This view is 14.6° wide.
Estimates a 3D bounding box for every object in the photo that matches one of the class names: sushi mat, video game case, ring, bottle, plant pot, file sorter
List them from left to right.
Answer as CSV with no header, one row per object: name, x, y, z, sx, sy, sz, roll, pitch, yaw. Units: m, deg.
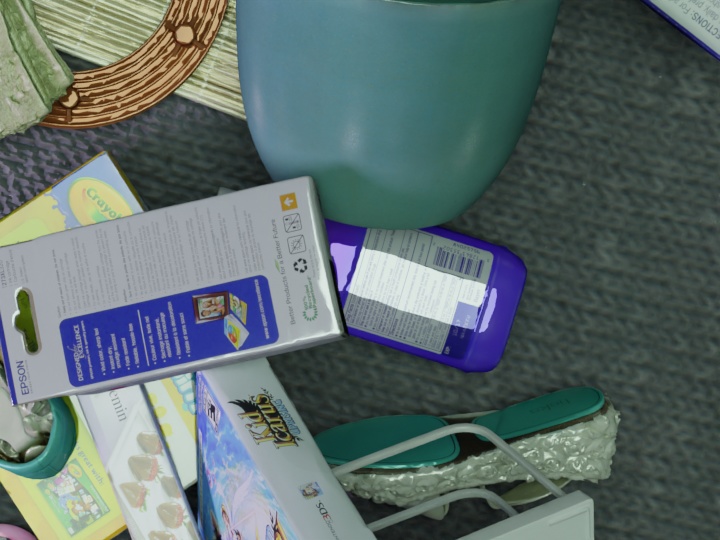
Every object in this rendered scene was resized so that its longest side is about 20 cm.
ring,-0.178,-0.189,1.734,0.199,0.019,0.202,0,90,-4
sushi mat,-0.124,-0.164,1.754,0.199,0.012,0.096,20,91,-5
video game case,-0.045,0.179,1.643,0.045,0.182,0.201,-15,132,-20
bottle,0.000,0.000,1.741,0.199,0.065,0.084,17,90,-4
plant pot,0.016,-0.122,1.679,0.199,0.201,0.162,6,116,-4
file sorter,0.052,0.215,1.676,0.138,0.124,0.201,-19,122,-24

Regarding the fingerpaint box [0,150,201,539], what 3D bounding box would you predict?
fingerpaint box,-0.170,0.054,1.727,0.166,0.073,0.201,-34,94,-2

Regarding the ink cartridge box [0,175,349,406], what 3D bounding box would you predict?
ink cartridge box,-0.112,0.013,1.623,0.199,0.037,0.095,-12,83,4

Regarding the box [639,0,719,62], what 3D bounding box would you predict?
box,0.208,-0.262,1.704,0.184,0.105,0.200,36,99,-11

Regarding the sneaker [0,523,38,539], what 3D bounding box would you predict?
sneaker,-0.217,0.260,1.719,0.078,0.095,0.202,-10,94,-5

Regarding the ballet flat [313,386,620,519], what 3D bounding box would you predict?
ballet flat,0.068,0.123,1.752,0.198,0.072,0.072,-9,92,-4

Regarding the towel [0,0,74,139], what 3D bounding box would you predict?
towel,-0.287,-0.126,1.712,0.199,0.036,0.149,-26,95,13

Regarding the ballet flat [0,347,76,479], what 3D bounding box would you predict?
ballet flat,-0.234,0.037,1.650,0.067,0.070,0.201,-36,93,-1

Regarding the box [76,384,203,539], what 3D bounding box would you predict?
box,-0.140,0.096,1.673,0.038,0.041,0.201,-21,94,-3
